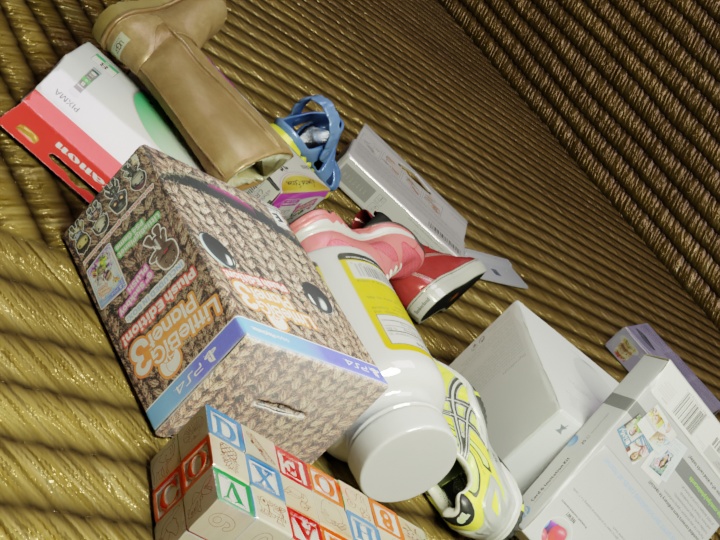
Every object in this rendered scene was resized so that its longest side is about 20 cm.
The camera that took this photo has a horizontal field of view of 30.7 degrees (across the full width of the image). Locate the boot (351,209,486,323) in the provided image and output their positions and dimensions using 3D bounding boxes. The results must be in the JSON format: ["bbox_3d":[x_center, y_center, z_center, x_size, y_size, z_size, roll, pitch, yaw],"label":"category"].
[{"bbox_3d":[0.063,-0.021,1.515,0.144,0.072,0.200,46,20,11],"label":"boot"}]

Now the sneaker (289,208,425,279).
[{"bbox_3d":[0.000,0.000,1.334,0.199,0.074,0.087,8,51,-49],"label":"sneaker"}]

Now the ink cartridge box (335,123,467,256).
[{"bbox_3d":[0.053,-0.090,1.691,0.200,0.045,0.176,43,17,-8],"label":"ink cartridge box"}]

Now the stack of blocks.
[{"bbox_3d":[-0.033,0.181,0.818,0.200,0.059,0.115,35,19,-30],"label":"stack of blocks"}]

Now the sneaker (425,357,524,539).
[{"bbox_3d":[0.071,0.142,1.131,0.076,0.075,0.200,27,23,-48],"label":"sneaker"}]

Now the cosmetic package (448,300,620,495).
[{"bbox_3d":[0.198,0.171,1.278,0.199,0.123,0.200,38,17,-22],"label":"cosmetic package"}]

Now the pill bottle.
[{"bbox_3d":[0.001,0.082,1.045,0.111,0.111,0.200,29,22,-41],"label":"pill bottle"}]

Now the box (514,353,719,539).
[{"bbox_3d":[0.242,0.200,1.155,0.156,0.200,0.041,48,-15,-19],"label":"box"}]

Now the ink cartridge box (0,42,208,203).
[{"bbox_3d":[-0.209,-0.113,1.124,0.161,0.050,0.200,42,15,-10],"label":"ink cartridge box"}]

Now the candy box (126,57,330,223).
[{"bbox_3d":[-0.135,-0.130,1.314,0.200,0.061,0.136,48,17,9],"label":"candy box"}]

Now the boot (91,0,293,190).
[{"bbox_3d":[-0.134,-0.169,1.222,0.200,0.066,0.175,47,41,12],"label":"boot"}]

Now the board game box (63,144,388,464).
[{"bbox_3d":[-0.100,0.028,0.957,0.159,0.097,0.200,24,26,-50],"label":"board game box"}]

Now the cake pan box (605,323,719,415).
[{"bbox_3d":[0.492,0.172,2.099,0.200,0.052,0.184,49,19,14],"label":"cake pan box"}]

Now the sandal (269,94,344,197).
[{"bbox_3d":[-0.049,-0.139,1.467,0.080,0.087,0.200,46,2,11],"label":"sandal"}]

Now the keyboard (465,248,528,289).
[{"bbox_3d":[0.187,-0.002,1.867,0.056,0.011,0.200,57,20,20],"label":"keyboard"}]
